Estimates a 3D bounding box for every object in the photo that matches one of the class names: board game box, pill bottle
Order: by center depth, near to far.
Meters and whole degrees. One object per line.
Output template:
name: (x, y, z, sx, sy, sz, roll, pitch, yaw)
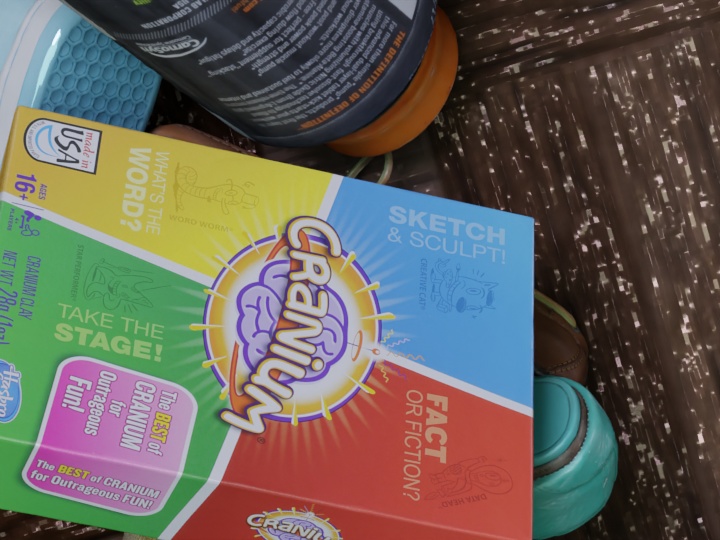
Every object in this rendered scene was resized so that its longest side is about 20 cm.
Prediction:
board game box: (-0.038, 0.028, 0.998, 0.199, 0.154, 0.040, 12, 138, -10)
pill bottle: (-0.041, -0.112, 1.029, 0.106, 0.200, 0.107, -14, 61, 27)

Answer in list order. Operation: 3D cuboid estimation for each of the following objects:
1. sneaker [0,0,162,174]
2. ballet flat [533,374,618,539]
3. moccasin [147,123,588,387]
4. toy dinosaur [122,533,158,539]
sneaker: (-0.160, -0.037, 1.115, 0.130, 0.079, 0.201, 32, 101, 40)
ballet flat: (0.007, 0.086, 1.083, 0.199, 0.068, 0.070, -8, 140, 23)
moccasin: (0.001, -0.001, 1.113, 0.200, 0.078, 0.074, 23, 124, 0)
toy dinosaur: (-0.076, 0.087, 1.142, 0.101, 0.058, 0.200, 43, 101, -1)
